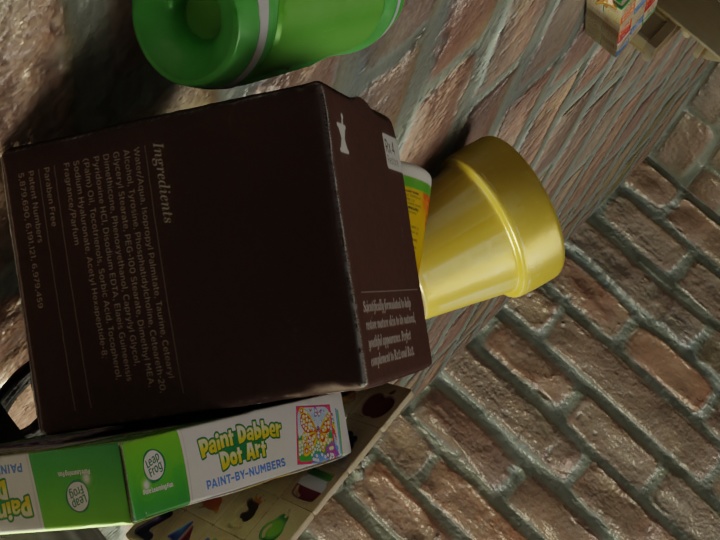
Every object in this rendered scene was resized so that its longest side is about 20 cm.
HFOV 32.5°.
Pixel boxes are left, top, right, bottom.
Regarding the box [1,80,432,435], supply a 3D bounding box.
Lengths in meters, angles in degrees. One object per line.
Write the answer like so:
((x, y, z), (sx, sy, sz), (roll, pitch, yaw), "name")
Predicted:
((-0.079, -0.003, 0.740), (0.198, 0.166, 0.166), (-10, 177, 16), "box")

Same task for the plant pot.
((0.126, -0.039, 1.562), (0.187, 0.202, 0.201), (-28, 163, -13), "plant pot")

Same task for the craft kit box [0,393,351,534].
((-0.140, 0.112, 0.715), (0.198, 0.049, 0.197), (-11, 180, 31), "craft kit box")

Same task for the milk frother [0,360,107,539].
((-0.223, 0.164, 0.868), (0.199, 0.189, 0.181), (-38, 174, -28), "milk frother")

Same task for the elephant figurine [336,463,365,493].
((-0.087, 0.327, 2.125), (0.140, 0.157, 0.200), (-7, 172, 24), "elephant figurine")

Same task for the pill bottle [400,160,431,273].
((0.000, 0.000, 1.160), (0.111, 0.110, 0.203), (39, 59, -78), "pill bottle")

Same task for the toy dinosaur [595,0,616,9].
((0.284, -0.367, 1.429), (0.200, 0.060, 0.108), (4, 103, -82), "toy dinosaur")

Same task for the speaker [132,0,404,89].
((-0.048, -0.163, 0.745), (0.089, 0.088, 0.200), (-55, 167, 31), "speaker")

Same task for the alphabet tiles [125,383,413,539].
((-0.080, 0.120, 0.808), (0.199, 0.008, 0.167), (10, -129, 50), "alphabet tiles")

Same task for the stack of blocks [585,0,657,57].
((0.354, -0.369, 1.625), (0.115, 0.058, 0.200), (-49, 168, 0), "stack of blocks")

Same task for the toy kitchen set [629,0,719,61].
((0.499, -0.365, 1.911), (0.200, 0.163, 0.181), (-45, 168, -15), "toy kitchen set")
